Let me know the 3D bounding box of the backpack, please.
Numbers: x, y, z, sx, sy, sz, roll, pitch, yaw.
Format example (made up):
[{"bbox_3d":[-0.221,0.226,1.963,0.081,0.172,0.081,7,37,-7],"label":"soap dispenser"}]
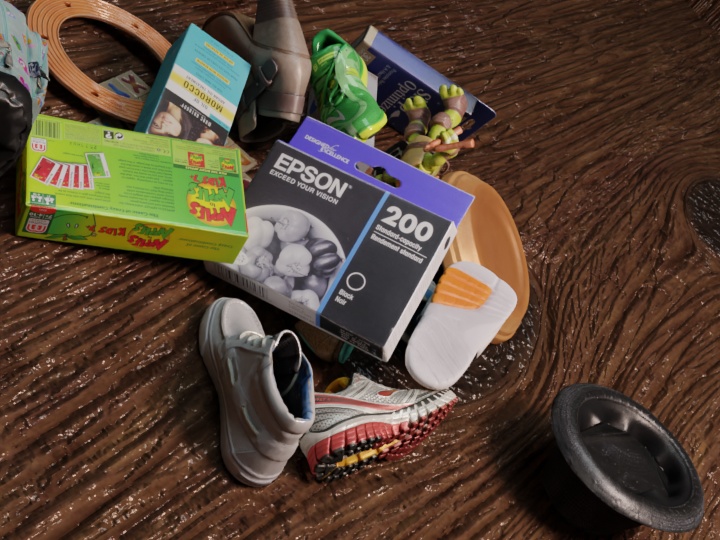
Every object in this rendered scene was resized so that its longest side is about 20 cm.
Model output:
[{"bbox_3d":[-0.338,-0.154,1.050,0.127,0.166,0.201,42,21,-38],"label":"backpack"}]

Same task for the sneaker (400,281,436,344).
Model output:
[{"bbox_3d":[0.026,0.012,1.297,0.200,0.072,0.072,42,18,1],"label":"sneaker"}]

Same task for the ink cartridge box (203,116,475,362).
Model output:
[{"bbox_3d":[-0.016,-0.043,1.197,0.197,0.043,0.201,26,67,11],"label":"ink cartridge box"}]

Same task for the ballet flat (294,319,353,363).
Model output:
[{"bbox_3d":[0.000,0.000,1.237,0.072,0.068,0.201,29,67,12],"label":"ballet flat"}]

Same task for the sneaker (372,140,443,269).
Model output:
[{"bbox_3d":[0.066,-0.072,1.467,0.081,0.074,0.201,39,24,-44],"label":"sneaker"}]

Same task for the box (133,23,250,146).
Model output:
[{"bbox_3d":[-0.175,-0.160,1.270,0.082,0.049,0.201,33,40,-21],"label":"box"}]

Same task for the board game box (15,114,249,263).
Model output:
[{"bbox_3d":[-0.204,-0.072,1.119,0.198,0.048,0.102,8,54,-24],"label":"board game box"}]

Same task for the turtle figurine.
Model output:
[{"bbox_3d":[0.075,-0.135,1.397,0.064,0.199,0.162,39,49,-21],"label":"turtle figurine"}]

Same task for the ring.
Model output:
[{"bbox_3d":[-0.261,-0.219,1.315,0.199,0.019,0.201,28,34,-21],"label":"ring"}]

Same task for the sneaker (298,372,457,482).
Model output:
[{"bbox_3d":[0.015,0.125,1.140,0.199,0.078,0.082,-5,52,-51],"label":"sneaker"}]

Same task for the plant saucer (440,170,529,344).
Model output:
[{"bbox_3d":[0.144,-0.019,1.414,0.200,0.037,0.202,41,41,-49],"label":"plant saucer"}]

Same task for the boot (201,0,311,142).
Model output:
[{"bbox_3d":[-0.124,-0.216,1.398,0.070,0.199,0.148,4,82,-33],"label":"boot"}]

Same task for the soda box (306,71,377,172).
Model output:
[{"bbox_3d":[-0.025,-0.174,1.480,0.063,0.068,0.201,29,33,-17],"label":"soda box"}]

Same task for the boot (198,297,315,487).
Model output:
[{"bbox_3d":[-0.081,0.080,1.072,0.073,0.096,0.201,17,38,-34],"label":"boot"}]

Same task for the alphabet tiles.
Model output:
[{"bbox_3d":[-0.192,-0.130,1.300,0.200,0.006,0.166,42,31,2],"label":"alphabet tiles"}]

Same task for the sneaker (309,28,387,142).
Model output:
[{"bbox_3d":[-0.027,-0.196,1.359,0.084,0.074,0.201,49,14,-35],"label":"sneaker"}]

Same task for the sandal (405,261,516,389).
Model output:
[{"bbox_3d":[0.086,0.061,1.232,0.079,0.059,0.207,37,39,6],"label":"sandal"}]

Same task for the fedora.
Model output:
[{"bbox_3d":[0.254,0.210,1.281,0.200,0.092,0.201,28,33,-20],"label":"fedora"}]

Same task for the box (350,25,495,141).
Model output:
[{"bbox_3d":[0.063,-0.221,1.588,0.199,0.121,0.033,31,63,-15],"label":"box"}]
